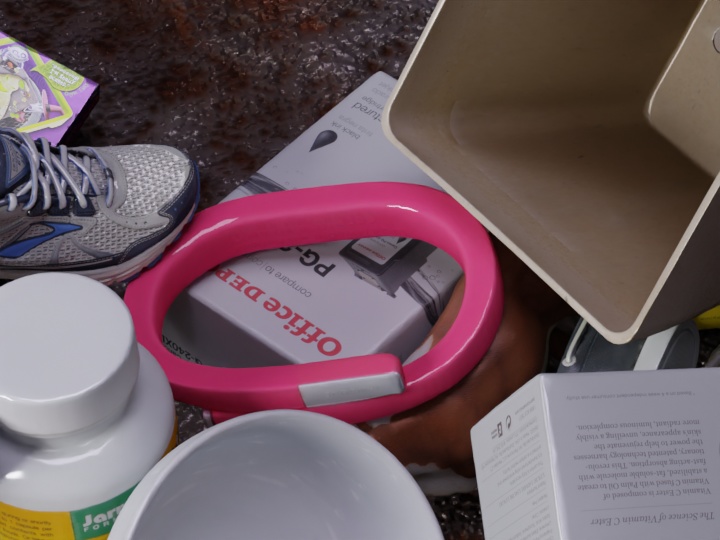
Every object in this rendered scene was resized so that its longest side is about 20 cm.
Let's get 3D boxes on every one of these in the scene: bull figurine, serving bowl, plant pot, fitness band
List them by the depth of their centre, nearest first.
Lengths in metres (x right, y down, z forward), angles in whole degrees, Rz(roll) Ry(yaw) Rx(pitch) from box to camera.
[{"bbox_3d":[-0.051,0.169,1.342,0.200,0.200,0.066,-44,21,-31],"label":"serving bowl"},{"bbox_3d":[0.169,-0.099,1.416,0.177,0.200,0.200,-1,37,-47],"label":"plant pot"},{"bbox_3d":[-0.025,0.017,1.429,0.200,0.037,0.144,-5,46,11],"label":"fitness band"},{"bbox_3d":[0.065,0.066,1.445,0.200,0.121,0.065,-56,22,-20],"label":"bull figurine"}]

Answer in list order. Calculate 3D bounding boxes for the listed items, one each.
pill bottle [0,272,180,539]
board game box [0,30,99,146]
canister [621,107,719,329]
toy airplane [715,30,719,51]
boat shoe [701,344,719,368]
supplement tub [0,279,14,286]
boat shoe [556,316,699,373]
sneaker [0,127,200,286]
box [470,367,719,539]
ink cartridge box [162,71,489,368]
[{"bbox_3d":[-0.145,0.097,1.373,0.113,0.200,0.113,-1,48,1],"label":"pill bottle"},{"bbox_3d":[-0.271,-0.108,1.632,0.200,0.032,0.120,29,70,7],"label":"board game box"},{"bbox_3d":[0.244,-0.036,1.556,0.200,0.087,0.149,-5,47,-4],"label":"canister"},{"bbox_3d":[0.153,-0.168,1.663,0.199,0.141,0.200,-21,86,-2],"label":"toy airplane"},{"bbox_3d":[0.185,0.084,1.446,0.075,0.086,0.202,30,58,28],"label":"boat shoe"},{"bbox_3d":[-0.261,0.046,1.476,0.122,0.123,0.200,25,53,23],"label":"supplement tub"},{"bbox_3d":[0.108,0.107,1.398,0.060,0.076,0.200,18,69,30],"label":"boat shoe"},{"bbox_3d":[-0.176,-0.035,1.417,0.200,0.085,0.077,-15,56,-18],"label":"sneaker"},{"bbox_3d":[0.137,0.154,1.286,0.124,0.097,0.200,-1,72,-19],"label":"box"},{"bbox_3d":[0.000,0.000,1.532,0.145,0.083,0.200,32,57,28],"label":"ink cartridge box"}]
